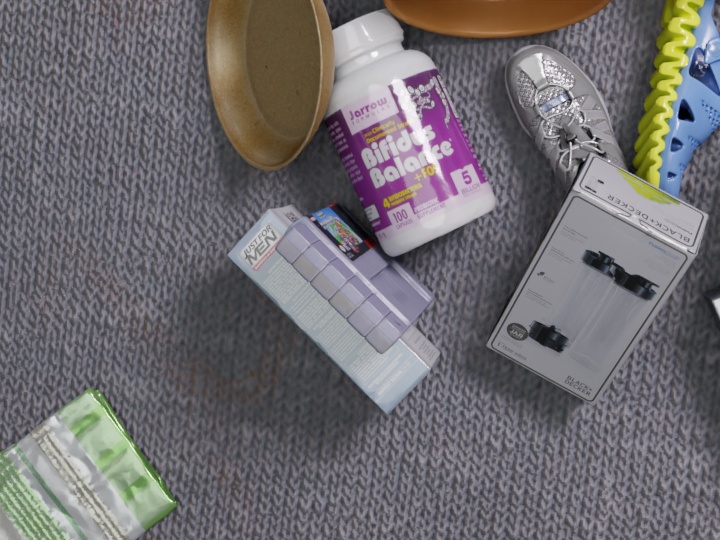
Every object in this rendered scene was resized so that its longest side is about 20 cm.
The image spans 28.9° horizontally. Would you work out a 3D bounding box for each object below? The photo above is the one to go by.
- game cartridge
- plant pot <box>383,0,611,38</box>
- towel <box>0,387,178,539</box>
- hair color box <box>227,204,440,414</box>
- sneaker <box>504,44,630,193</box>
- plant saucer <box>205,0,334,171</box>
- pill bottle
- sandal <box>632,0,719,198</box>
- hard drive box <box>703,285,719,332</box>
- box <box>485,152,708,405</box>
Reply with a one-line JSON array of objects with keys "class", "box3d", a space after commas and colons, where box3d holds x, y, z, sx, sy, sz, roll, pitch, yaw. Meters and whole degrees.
[{"class": "game cartridge", "box3d": [0.000, 0.000, 1.205, 0.038, 0.200, 0.130, -41, 89, 13]}, {"class": "plant pot", "box3d": [0.116, -0.299, 1.180, 0.198, 0.200, 0.141, -2, 78, 8]}, {"class": "towel", "box3d": [-0.294, 0.226, 1.355, 0.199, 0.031, 0.150, -36, 91, 7]}, {"class": "hair color box", "box3d": [-0.021, 0.032, 1.262, 0.200, 0.099, 0.061, 45, 99, 3]}, {"class": "sneaker", "box3d": [0.196, -0.113, 1.228, 0.074, 0.082, 0.201, -33, 90, 8]}, {"class": "plant saucer", "box3d": [-0.075, -0.190, 1.234, 0.035, 0.200, 0.202, -8, 94, -33]}, {"class": "pill bottle", "box3d": [0.032, -0.123, 1.236, 0.112, 0.112, 0.201, -25, 91, 9]}, {"class": "sandal", "box3d": [0.292, -0.149, 1.210, 0.086, 0.079, 0.201, 15, 88, -2]}, {"class": "hard drive box", "box3d": [0.413, 0.084, 1.218, 0.155, 0.077, 0.201, -24, 91, 9]}, {"class": "box", "box3d": [0.200, 0.011, 1.198, 0.116, 0.060, 0.201, 28, 133, 6]}]
